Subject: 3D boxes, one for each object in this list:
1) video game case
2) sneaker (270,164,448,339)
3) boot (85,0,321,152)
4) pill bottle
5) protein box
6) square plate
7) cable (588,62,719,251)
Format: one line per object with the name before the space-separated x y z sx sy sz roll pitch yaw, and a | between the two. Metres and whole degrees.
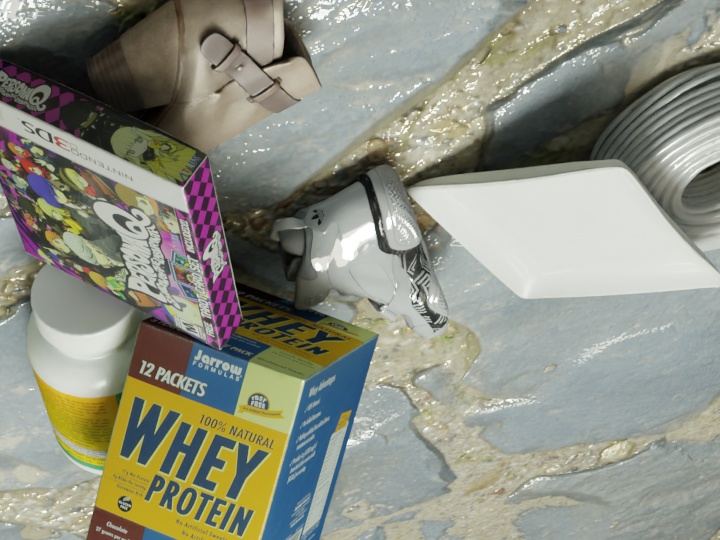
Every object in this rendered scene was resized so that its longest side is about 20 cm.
video game case | -0.173 -0.044 1.196 0.036 0.181 0.200 -54 159 -27
sneaker | 0.000 0.000 1.413 0.115 0.075 0.200 -20 141 3
boot | -0.099 -0.113 1.204 0.146 0.070 0.200 -19 146 -1
pill bottle | -0.204 0.071 1.379 0.113 0.113 0.200 -13 146 -8
protein box | -0.098 0.136 1.356 0.199 0.135 0.200 -26 133 -71
square plate | 0.170 -0.035 1.405 0.198 0.028 0.200 -5 150 36
cable | 0.291 -0.088 1.423 0.200 0.069 0.200 -28 145 15
